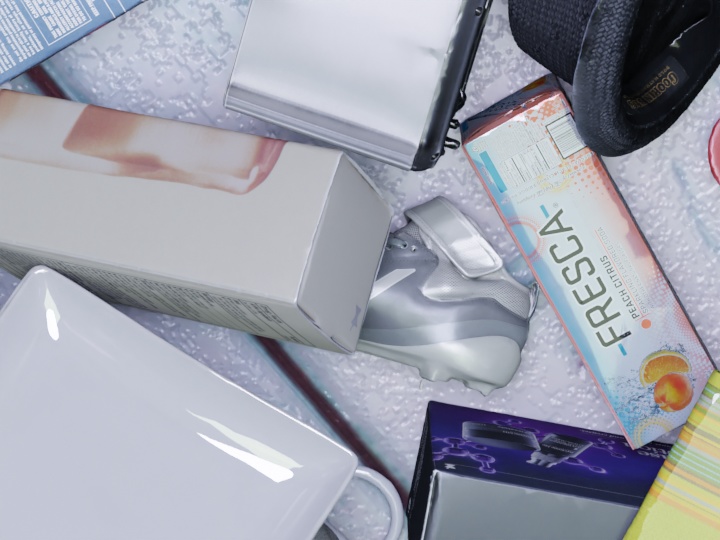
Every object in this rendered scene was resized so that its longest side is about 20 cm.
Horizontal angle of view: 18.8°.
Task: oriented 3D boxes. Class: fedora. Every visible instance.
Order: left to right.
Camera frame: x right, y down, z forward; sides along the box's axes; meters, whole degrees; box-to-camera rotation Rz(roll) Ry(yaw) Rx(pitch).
[{"bbox_3d":[0.140,-0.163,1.128,0.092,0.201,0.201,26,105,25],"label":"fedora"}]

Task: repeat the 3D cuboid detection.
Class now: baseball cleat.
[{"bbox_3d":[0.000,0.000,1.215,0.200,0.070,0.107,18,88,-5],"label":"baseball cleat"}]

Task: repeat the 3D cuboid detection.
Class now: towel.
[{"bbox_3d":[0.174,0.154,1.123,0.086,0.018,0.200,28,101,1],"label":"towel"}]

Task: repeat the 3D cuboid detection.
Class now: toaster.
[{"bbox_3d":[0.012,-0.147,1.113,0.119,0.181,0.200,17,103,0],"label":"toaster"}]

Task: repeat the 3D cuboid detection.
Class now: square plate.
[{"bbox_3d":[-0.134,0.127,1.093,0.200,0.028,0.198,31,72,7],"label":"square plate"}]

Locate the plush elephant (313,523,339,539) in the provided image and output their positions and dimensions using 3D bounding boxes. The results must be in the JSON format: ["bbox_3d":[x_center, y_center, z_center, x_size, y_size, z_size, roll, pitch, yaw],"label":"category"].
[{"bbox_3d":[-0.062,0.213,1.144,0.200,0.165,0.155,10,101,-10],"label":"plush elephant"}]

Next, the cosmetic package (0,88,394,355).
[{"bbox_3d":[-0.096,-0.026,1.140,0.200,0.103,0.087,12,76,19],"label":"cosmetic package"}]

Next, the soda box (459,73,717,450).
[{"bbox_3d":[0.128,-0.006,1.200,0.064,0.068,0.200,-28,101,8],"label":"soda box"}]

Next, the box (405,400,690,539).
[{"bbox_3d":[0.129,0.141,1.199,0.200,0.141,0.079,10,104,-2],"label":"box"}]

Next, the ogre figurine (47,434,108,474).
[{"bbox_3d":[-0.194,0.105,1.183,0.200,0.120,0.098,1,103,1],"label":"ogre figurine"}]

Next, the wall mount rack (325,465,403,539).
[{"bbox_3d":[-0.074,0.179,1.247,0.174,0.075,0.200,42,100,-7],"label":"wall mount rack"}]

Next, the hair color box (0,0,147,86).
[{"bbox_3d":[-0.205,-0.126,1.161,0.200,0.100,0.061,-29,101,9],"label":"hair color box"}]

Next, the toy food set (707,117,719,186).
[{"bbox_3d":[0.292,-0.083,1.187,0.198,0.049,0.200,9,104,-1],"label":"toy food set"}]
